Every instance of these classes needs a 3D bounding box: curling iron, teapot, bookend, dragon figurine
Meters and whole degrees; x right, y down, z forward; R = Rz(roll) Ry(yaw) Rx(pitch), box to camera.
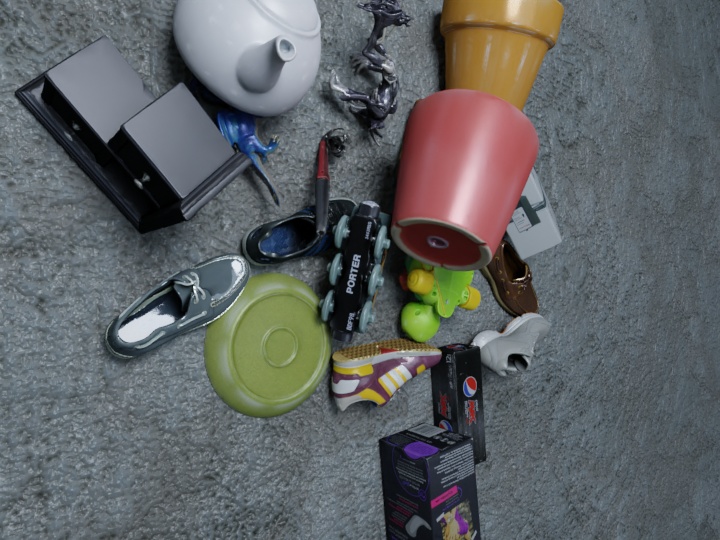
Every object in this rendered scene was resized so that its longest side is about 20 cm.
[{"bbox_3d":[-0.046,-0.131,0.741,0.026,0.049,0.203,46,38,-39],"label":"curling iron"},{"bbox_3d":[-0.117,-0.302,0.638,0.201,0.146,0.197,52,37,1],"label":"teapot"},{"bbox_3d":[-0.240,-0.148,0.552,0.092,0.198,0.200,-48,115,-25],"label":"bookend"},{"bbox_3d":[-0.163,-0.175,0.691,0.098,0.058,0.204,-11,92,-33],"label":"dragon figurine"}]

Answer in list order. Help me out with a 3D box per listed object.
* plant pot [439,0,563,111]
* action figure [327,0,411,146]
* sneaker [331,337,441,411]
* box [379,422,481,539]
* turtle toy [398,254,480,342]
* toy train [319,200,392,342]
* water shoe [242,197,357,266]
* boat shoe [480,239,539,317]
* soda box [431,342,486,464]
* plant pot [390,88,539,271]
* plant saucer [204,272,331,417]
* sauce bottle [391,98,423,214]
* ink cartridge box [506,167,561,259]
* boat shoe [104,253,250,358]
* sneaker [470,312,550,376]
[{"bbox_3d":[0.223,-0.351,0.900,0.197,0.199,0.187,0,105,-35],"label":"plant pot"},{"bbox_3d":[0.014,-0.294,0.794,0.120,0.100,0.203,-62,166,-49],"label":"action figure"},{"bbox_3d":[0.042,0.163,0.835,0.197,0.075,0.092,-2,99,-29],"label":"sneaker"},{"bbox_3d":[0.111,0.366,0.846,0.105,0.121,0.205,-7,94,-35],"label":"box"},{"bbox_3d":[0.119,0.017,0.866,0.144,0.100,0.204,19,80,-32],"label":"turtle toy"},{"bbox_3d":[0.000,0.000,0.767,0.114,0.084,0.204,-31,133,-74],"label":"toy train"},{"bbox_3d":[-0.067,-0.052,0.747,0.198,0.078,0.073,-26,105,-33],"label":"water shoe"},{"bbox_3d":[0.289,0.018,1.007,0.201,0.067,0.072,50,64,-24],"label":"boat shoe"},{"bbox_3d":[0.170,0.233,0.925,0.070,0.063,0.205,-5,93,-35],"label":"soda box"},{"bbox_3d":[0.131,-0.110,0.731,0.199,0.199,0.180,32,67,-30],"label":"plant pot"},{"bbox_3d":[-0.117,0.105,0.741,0.197,0.031,0.205,1,89,-35],"label":"plant saucer"},{"bbox_3d":[0.093,-0.178,0.873,0.065,0.066,0.204,21,80,-33],"label":"sauce bottle"},{"bbox_3d":[0.281,-0.145,0.956,0.202,0.082,0.147,57,26,-22],"label":"ink cartridge box"},{"bbox_3d":[-0.212,0.038,0.647,0.199,0.062,0.074,-34,92,-29],"label":"boat shoe"},{"bbox_3d":[0.295,0.146,0.986,0.197,0.092,0.077,-17,130,-30],"label":"sneaker"}]
